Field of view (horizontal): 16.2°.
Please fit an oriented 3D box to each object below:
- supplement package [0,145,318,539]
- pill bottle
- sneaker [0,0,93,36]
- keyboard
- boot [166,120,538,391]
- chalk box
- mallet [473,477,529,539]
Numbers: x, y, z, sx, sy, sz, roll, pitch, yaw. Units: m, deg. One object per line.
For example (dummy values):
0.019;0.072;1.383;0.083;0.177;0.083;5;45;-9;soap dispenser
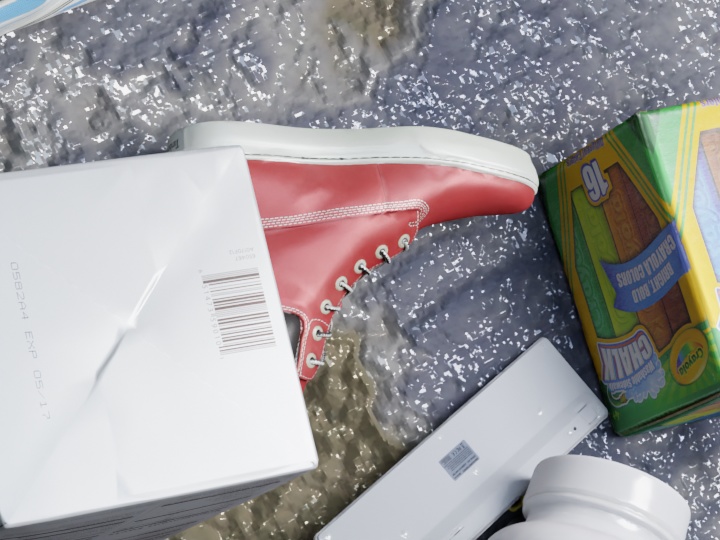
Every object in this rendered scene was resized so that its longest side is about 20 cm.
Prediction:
-0.139;0.049;1.162;0.150;0.200;0.152;-9;79;-27;supplement package
0.099;0.200;1.276;0.113;0.113;0.200;27;65;-15;pill bottle
-0.148;-0.173;1.298;0.200;0.072;0.072;-32;88;-30;sneaker
0.056;0.106;1.324;0.056;0.011;0.200;46;52;7;keyboard
0.000;0.000;1.317;0.200;0.072;0.145;-1;75;-16;boot
0.198;0.016;1.369;0.124;0.124;0.200;-11;79;-27;chalk box
0.023;0.170;1.296;0.200;0.041;0.066;-24;84;-32;mallet
